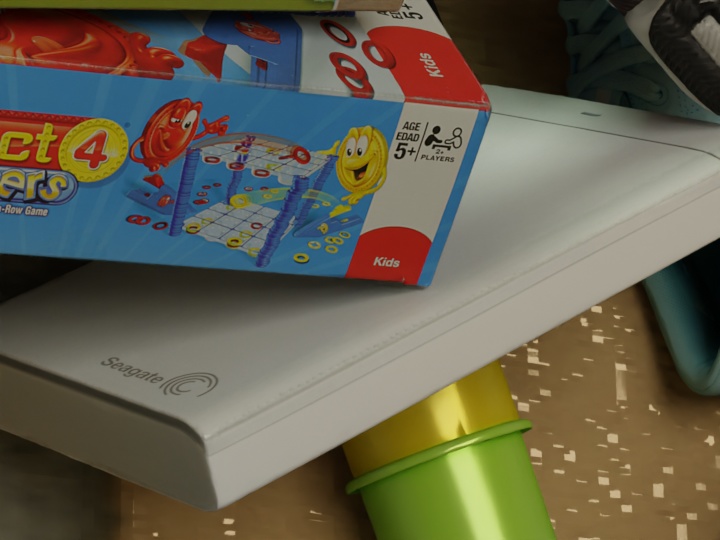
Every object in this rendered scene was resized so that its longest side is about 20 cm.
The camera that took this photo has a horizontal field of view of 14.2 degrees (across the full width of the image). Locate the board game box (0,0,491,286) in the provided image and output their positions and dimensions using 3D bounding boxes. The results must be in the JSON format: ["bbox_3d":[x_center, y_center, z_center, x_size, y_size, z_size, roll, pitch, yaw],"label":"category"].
[{"bbox_3d":[-0.092,-0.081,0.752,0.195,0.056,0.200,4,34,-26],"label":"board game box"}]

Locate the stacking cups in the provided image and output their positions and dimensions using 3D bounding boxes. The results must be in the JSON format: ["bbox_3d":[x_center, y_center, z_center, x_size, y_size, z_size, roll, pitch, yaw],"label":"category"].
[{"bbox_3d":[0.045,0.106,0.814,0.060,0.060,0.201,-17,81,-31],"label":"stacking cups"}]

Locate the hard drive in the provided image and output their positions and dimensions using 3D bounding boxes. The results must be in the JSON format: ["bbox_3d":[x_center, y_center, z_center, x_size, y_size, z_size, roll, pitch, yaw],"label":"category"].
[{"bbox_3d":[0.000,0.000,0.792,0.199,0.132,0.027,-27,115,-32],"label":"hard drive"}]

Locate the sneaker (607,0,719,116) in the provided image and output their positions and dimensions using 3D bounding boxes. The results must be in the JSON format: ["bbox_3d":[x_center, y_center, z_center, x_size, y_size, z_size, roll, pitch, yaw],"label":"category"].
[{"bbox_3d":[0.054,-0.130,0.813,0.076,0.116,0.200,-38,112,6],"label":"sneaker"}]

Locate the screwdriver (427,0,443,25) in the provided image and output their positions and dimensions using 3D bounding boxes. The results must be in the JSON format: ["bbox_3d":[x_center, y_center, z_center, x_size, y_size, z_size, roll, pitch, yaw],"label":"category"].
[{"bbox_3d":[-0.020,-0.142,0.889,0.029,0.028,0.201,-19,82,-60],"label":"screwdriver"}]

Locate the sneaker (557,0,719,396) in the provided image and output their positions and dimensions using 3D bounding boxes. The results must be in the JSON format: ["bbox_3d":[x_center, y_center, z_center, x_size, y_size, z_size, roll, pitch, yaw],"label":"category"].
[{"bbox_3d":[0.091,-0.055,0.888,0.082,0.074,0.201,-23,83,-36],"label":"sneaker"}]

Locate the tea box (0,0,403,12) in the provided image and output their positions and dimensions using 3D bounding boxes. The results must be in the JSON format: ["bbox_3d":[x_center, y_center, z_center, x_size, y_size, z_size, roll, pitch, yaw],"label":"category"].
[{"bbox_3d":[-0.096,-0.166,0.695,0.196,0.134,0.200,-3,36,-35],"label":"tea box"}]
